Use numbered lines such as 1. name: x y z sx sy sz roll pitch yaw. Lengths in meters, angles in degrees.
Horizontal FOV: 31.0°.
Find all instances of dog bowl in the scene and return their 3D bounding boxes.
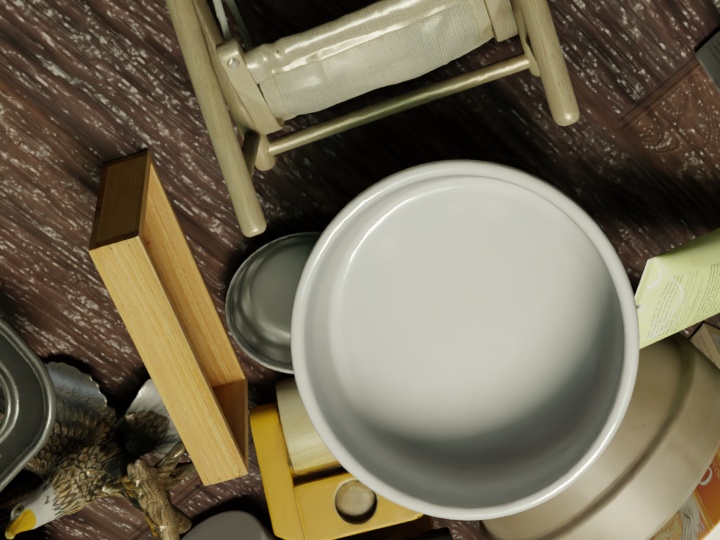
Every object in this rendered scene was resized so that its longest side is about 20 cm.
1. dog bowl: 0.063 0.037 0.760 0.197 0.079 0.203 1 94 11

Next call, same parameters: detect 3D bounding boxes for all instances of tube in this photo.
1. tube: 0.236 -0.004 0.840 0.198 0.052 0.059 -21 95 -36

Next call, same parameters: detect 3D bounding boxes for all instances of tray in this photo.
1. tray: -0.121 0.034 0.850 0.037 0.099 0.202 -15 125 5

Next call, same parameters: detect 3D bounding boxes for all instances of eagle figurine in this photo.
1. eagle figurine: -0.217 0.141 0.915 0.198 0.150 0.154 7 86 27

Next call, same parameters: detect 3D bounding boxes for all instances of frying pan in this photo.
1. frying pan: -0.014 -0.007 0.877 0.114 0.031 0.191 30 113 -24

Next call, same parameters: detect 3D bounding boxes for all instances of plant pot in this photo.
1. plant pot: 0.116 0.081 0.874 0.173 0.200 0.200 43 111 -13

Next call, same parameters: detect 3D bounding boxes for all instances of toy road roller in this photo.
1. toy road roller: -0.001 0.170 0.965 0.121 0.146 0.203 -13 89 0

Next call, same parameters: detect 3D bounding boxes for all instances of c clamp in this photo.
1. c clamp: -0.283 0.077 0.853 0.171 0.027 0.201 41 105 5

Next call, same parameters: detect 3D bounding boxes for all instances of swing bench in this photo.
1. swing bench: -0.005 -0.158 0.715 0.196 0.130 0.202 -18 111 6

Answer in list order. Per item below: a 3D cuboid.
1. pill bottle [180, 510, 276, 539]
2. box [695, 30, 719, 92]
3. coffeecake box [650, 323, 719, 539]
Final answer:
1. pill bottle: -0.065 0.287 1.022 0.113 0.115 0.201 -27 123 12
2. box: 0.323 -0.086 0.817 0.199 0.113 0.101 36 114 -29
3. coffeecake box: 0.240 0.168 0.955 0.072 0.154 0.201 23 119 -21
